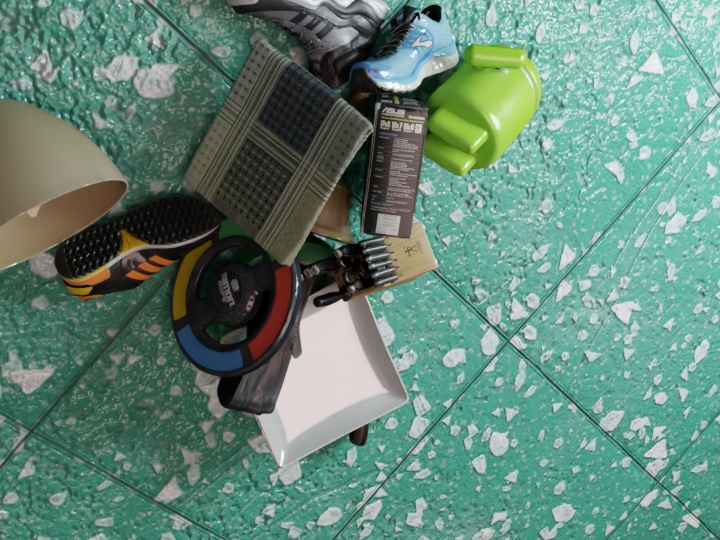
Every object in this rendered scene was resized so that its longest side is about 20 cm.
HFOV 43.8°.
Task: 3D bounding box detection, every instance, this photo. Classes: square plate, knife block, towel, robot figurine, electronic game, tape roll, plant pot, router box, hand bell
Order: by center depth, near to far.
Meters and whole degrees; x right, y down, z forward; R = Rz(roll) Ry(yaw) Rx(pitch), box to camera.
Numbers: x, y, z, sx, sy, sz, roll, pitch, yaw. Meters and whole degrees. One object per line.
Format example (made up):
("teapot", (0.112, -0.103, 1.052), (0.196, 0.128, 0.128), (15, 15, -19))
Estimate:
("plant pot", (-0.368, -0.100, 0.946), (0.200, 0.200, 0.135), (-31, 90, -10))
("towel", (-0.099, -0.135, 1.035), (0.200, 0.192, 0.035), (-57, 157, 16))
("electronic game", (-0.154, 0.029, 1.079), (0.042, 0.200, 0.200), (20, 103, -55))
("router box", (0.038, -0.133, 1.083), (0.062, 0.200, 0.150), (6, 104, -1))
("knife block", (0.000, 0.000, 1.135), (0.175, 0.200, 0.064), (-18, 87, -10))
("hand bell", (-0.027, -0.141, 1.139), (0.104, 0.104, 0.200), (16, 91, -29))
("robot figurine", (0.156, -0.208, 1.141), (0.200, 0.116, 0.176), (-49, 165, -32))
("square plate", (-0.059, 0.130, 1.179), (0.200, 0.028, 0.198), (-26, 104, -12))
("tape roll", (-0.097, 0.050, 1.195), (0.200, 0.048, 0.201), (-9, 114, -22))

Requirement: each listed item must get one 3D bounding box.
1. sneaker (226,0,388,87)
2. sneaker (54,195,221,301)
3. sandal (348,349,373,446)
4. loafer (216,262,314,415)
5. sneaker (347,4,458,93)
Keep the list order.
("sneaker", (-0.063, -0.276, 1.058), (0.200, 0.075, 0.114), (-1, 109, -27))
("sneaker", (-0.263, -0.023, 1.083), (0.200, 0.070, 0.090), (-22, 153, -15))
("sandal", (-0.010, 0.160, 1.275), (0.054, 0.082, 0.200), (5, 117, -3))
("loafer", (-0.104, 0.086, 1.114), (0.072, 0.073, 0.200), (25, 96, -32))
("sneaker", (0.046, -0.271, 1.081), (0.200, 0.078, 0.090), (-40, 128, -46))
